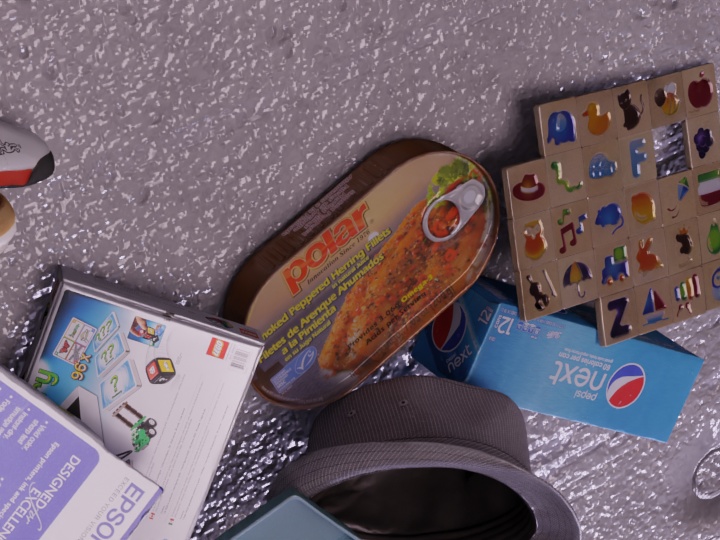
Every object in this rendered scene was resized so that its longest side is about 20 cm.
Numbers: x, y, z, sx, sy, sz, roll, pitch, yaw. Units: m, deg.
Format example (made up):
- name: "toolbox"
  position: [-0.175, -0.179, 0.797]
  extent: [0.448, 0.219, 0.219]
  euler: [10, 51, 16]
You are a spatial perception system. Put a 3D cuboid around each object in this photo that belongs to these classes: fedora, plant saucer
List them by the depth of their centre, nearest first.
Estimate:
- name: "plant saucer"
  position: [-0.094, 0.202, 1.255]
  extent: [0.200, 0.019, 0.070]
  euler: [-37, 128, 18]
- name: "fedora"
  position: [0.041, 0.127, 1.276]
  extent: [0.199, 0.091, 0.177]
  euler: [-15, 140, 25]

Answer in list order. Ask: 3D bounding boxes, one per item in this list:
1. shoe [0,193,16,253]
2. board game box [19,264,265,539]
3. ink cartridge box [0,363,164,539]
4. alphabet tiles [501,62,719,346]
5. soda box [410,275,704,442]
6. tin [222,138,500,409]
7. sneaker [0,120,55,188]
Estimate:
- name: "shoe"
  position: [-0.264, 0.020, 1.053]
  extent: [0.200, 0.070, 0.053]
  euler: [-26, 122, 4]
- name: "board game box"
  position: [-0.150, 0.110, 1.186]
  extent: [0.126, 0.035, 0.201]
  euler: [19, 102, -15]
- name: "ink cartridge box"
  position: [-0.248, 0.140, 1.122]
  extent: [0.200, 0.047, 0.198]
  euler: [39, 86, -22]
- name: "alphabet tiles"
  position: [0.173, -0.038, 1.326]
  extent: [0.200, 0.008, 0.168]
  euler: [-16, 104, -36]
- name: "soda box"
  position: [0.135, 0.059, 1.359]
  extent: [0.200, 0.064, 0.068]
  euler: [16, 103, -37]
- name: "tin"
  position: [0.000, 0.000, 1.259]
  extent: [0.200, 0.042, 0.112]
  euler: [-40, 132, -11]
- name: "sneaker"
  position: [-0.239, -0.097, 1.033]
  extent: [0.201, 0.067, 0.108]
  euler: [-3, 98, -45]
